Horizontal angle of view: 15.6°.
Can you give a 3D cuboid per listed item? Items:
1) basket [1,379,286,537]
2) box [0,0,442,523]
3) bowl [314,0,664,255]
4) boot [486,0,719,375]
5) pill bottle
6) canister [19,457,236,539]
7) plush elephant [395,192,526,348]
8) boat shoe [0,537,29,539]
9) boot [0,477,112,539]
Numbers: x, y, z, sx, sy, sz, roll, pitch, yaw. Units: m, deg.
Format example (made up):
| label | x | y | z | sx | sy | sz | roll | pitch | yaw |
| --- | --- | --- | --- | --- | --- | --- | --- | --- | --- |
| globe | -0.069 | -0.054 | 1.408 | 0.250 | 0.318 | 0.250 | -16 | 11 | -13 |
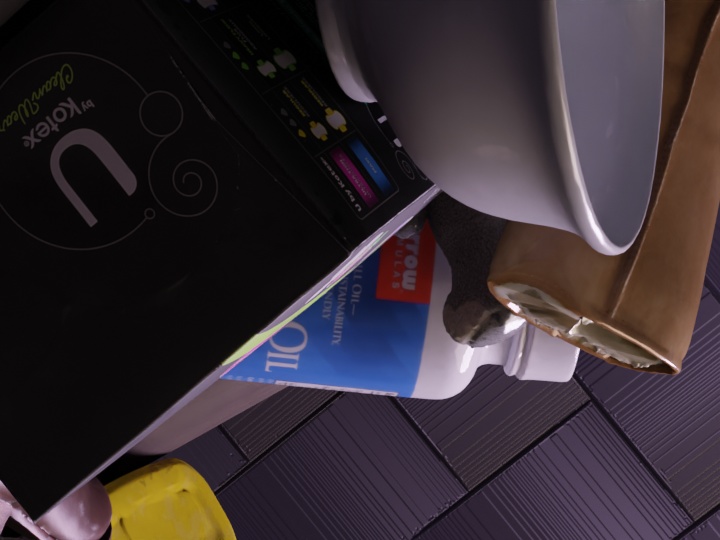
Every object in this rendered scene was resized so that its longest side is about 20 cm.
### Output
| label | x | y | z | sx | sy | sz | roll | pitch | yaw |
| --- | --- | --- | --- | --- | --- | --- | --- | --- | --- |
| basket | -0.150 | 0.056 | 1.520 | 0.200 | 0.136 | 0.180 | -35 | -154 | 4 |
| box | -0.065 | -0.028 | 0.901 | 0.149 | 0.124 | 0.200 | -40 | 180 | 20 |
| bowl | 0.040 | -0.103 | 0.850 | 0.090 | 0.201 | 0.201 | -1 | -169 | 16 |
| boot | 0.090 | -0.082 | 0.972 | 0.066 | 0.175 | 0.200 | 6 | -107 | 55 |
| pill bottle | 0.000 | 0.000 | 1.198 | 0.200 | 0.112 | 0.112 | 5 | 177 | -3 |
| canister | -0.182 | 0.192 | 1.495 | 0.200 | 0.087 | 0.149 | -32 | 175 | 25 |
| plush elephant | 0.025 | -0.088 | 1.068 | 0.165 | 0.200 | 0.155 | -38 | 158 | 32 |
| boat shoe | -0.210 | 0.162 | 1.124 | 0.200 | 0.062 | 0.075 | -17 | -166 | -17 |
| boot | -0.108 | 0.019 | 1.106 | 0.200 | 0.064 | 0.186 | -65 | 166 | 0 |
